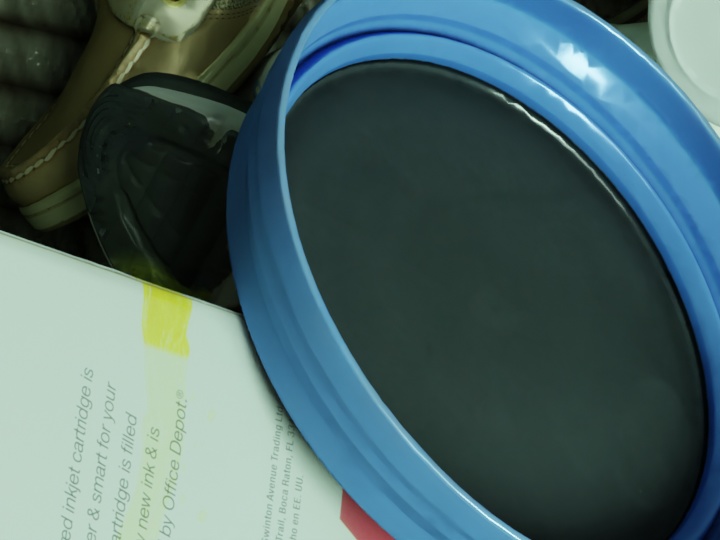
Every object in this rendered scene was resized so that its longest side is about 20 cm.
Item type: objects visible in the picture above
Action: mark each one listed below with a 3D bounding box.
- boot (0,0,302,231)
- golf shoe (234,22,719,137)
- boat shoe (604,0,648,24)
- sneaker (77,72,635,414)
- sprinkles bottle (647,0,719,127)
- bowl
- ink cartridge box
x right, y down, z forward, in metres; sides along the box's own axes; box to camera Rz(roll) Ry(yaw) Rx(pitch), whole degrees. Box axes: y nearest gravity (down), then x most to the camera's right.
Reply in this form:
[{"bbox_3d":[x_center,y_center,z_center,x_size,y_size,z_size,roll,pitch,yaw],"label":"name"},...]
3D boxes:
[{"bbox_3d":[-0.084,-0.129,0.898,0.155,0.073,0.200,42,82,-20],"label":"boot"},{"bbox_3d":[0.055,-0.051,0.931,0.199,0.097,0.079,-7,76,-9],"label":"golf shoe"},{"bbox_3d":[0.122,-0.066,1.019,0.075,0.073,0.200,47,72,-24],"label":"boat shoe"},{"bbox_3d":[0.000,0.000,0.889,0.199,0.085,0.075,34,117,-12],"label":"sneaker"},{"bbox_3d":[0.180,-0.107,0.959,0.200,0.068,0.069,-27,108,-43],"label":"sprinkles bottle"},{"bbox_3d":[0.047,0.005,0.818,0.200,0.039,0.202,23,50,-30],"label":"bowl"},{"bbox_3d":[-0.077,0.080,0.770,0.199,0.083,0.146,21,68,-37],"label":"ink cartridge box"}]
